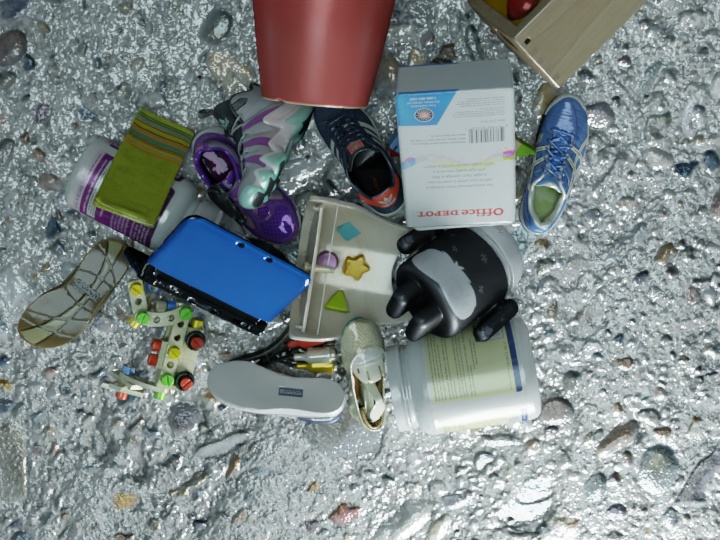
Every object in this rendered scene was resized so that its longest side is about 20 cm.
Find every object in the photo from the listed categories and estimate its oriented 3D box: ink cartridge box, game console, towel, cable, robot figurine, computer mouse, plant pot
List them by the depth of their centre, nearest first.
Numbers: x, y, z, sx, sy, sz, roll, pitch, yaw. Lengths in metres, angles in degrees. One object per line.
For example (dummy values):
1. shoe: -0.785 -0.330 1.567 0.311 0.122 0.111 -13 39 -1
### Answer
1. ink cartridge box: 0.124 -0.158 1.313 0.144 0.085 0.200 -2 126 6
2. plant pot: -0.052 -0.306 1.332 0.200 0.200 0.178 7 103 2
3. towel: -0.290 -0.142 1.388 0.086 0.200 0.018 20 134 -9
4. game console: -0.196 -0.006 1.394 0.200 0.171 0.118 30 93 -29
5. robot figurine: 0.129 0.013 1.402 0.200 0.125 0.150 -36 116 -23
6. computer mouse: -0.150 -0.051 1.432 0.034 0.059 0.200 -50 134 -21
7. cable: -0.119 0.124 1.493 0.200 0.050 0.097 -16 121 4

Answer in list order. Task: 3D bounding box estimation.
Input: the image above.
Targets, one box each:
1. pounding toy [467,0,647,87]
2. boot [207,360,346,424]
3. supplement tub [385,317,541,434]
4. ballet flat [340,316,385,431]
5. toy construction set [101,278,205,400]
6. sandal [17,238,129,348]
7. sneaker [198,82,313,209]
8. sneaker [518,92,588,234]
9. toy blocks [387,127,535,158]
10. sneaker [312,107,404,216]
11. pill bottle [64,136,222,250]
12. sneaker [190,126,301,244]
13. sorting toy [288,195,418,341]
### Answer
1. pounding toy: 0.219 -0.357 1.323 0.184 0.200 0.142 -45 124 10
2. boot: -0.121 0.186 1.486 0.199 0.090 0.073 12 67 1
3. supplement tub: 0.143 0.150 1.441 0.199 0.145 0.145 -9 101 5
4. ballet flat: 0.014 0.150 1.451 0.067 0.062 0.200 -23 135 -17
5. toy construction set: -0.299 0.110 1.486 0.131 0.092 0.200 13 112 -24
6. sandal: -0.412 0.035 1.502 0.080 0.054 0.200 43 86 -11
7. sneaker: -0.161 -0.177 1.387 0.140 0.200 0.078 24 141 0
8. sneaker: 0.271 -0.142 1.409 0.076 0.077 0.200 11 101 3
9. toy blocks: 0.117 -0.165 1.407 0.200 0.100 0.137 29 112 -17
10. sneaker: -0.005 -0.167 1.391 0.075 0.085 0.200 -37 74 6
11. pill bottle: -0.298 -0.095 1.433 0.200 0.112 0.112 28 102 -2
12. sneaker: -0.166 -0.112 1.435 0.080 0.088 0.200 -42 98 9
13. sorting toy: 0.000 0.000 1.449 0.180 0.107 0.201 8 100 -7
